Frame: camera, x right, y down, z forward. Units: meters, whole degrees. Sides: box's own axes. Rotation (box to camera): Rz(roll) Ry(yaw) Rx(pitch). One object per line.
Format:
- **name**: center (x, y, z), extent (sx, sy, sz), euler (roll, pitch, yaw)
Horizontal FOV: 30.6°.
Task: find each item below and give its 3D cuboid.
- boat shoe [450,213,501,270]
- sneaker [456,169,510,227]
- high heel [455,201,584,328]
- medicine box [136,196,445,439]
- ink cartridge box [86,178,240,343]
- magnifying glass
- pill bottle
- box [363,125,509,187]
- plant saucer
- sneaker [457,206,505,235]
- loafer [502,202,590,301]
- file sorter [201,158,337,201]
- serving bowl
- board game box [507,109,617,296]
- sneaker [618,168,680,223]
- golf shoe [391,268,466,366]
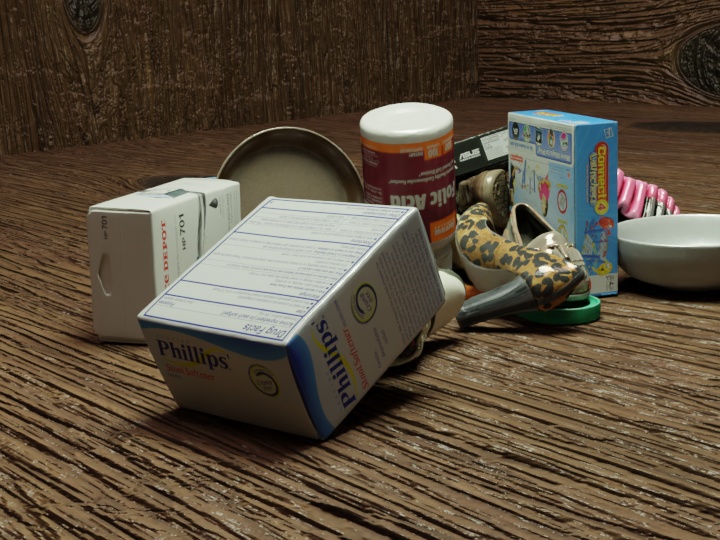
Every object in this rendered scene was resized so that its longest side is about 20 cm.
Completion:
- **boat shoe**: center (0.147, -0.029, 1.667), extent (0.071, 0.073, 0.200), euler (15, 2, -17)
- **sneaker**: center (0.152, -0.087, 1.668), extent (0.074, 0.072, 0.200), euler (0, -3, 13)
- **high heel**: center (0.175, -0.023, 1.425), extent (0.141, 0.072, 0.201), euler (-17, 36, 21)
- **medicine box**: center (-0.057, 0.033, 1.148), extent (0.181, 0.104, 0.200), euler (7, 40, 40)
- **ink cartridge box**: center (-0.212, -0.015, 1.468), extent (0.085, 0.149, 0.200), euler (4, 14, 21)
- **magnifying glass**: center (0.172, 0.034, 1.450), extent (0.198, 0.023, 0.079), euler (6, 15, 39)
- **pill bottle**: center (0.060, -0.090, 1.588), extent (0.112, 0.203, 0.114), euler (-4, 24, 2)
- **box**: center (0.103, -0.123, 1.745), extent (0.198, 0.044, 0.160), euler (-19, -8, -10)
- **plant saucer**: center (-0.089, -0.072, 1.602), extent (0.198, 0.203, 0.032), euler (-7, -1, -21)
- **sneaker**: center (0.124, -0.066, 1.816), extent (0.199, 0.068, 0.089), euler (12, 14, 42)
- **loafer**: center (0.202, -0.023, 1.478), extent (0.071, 0.064, 0.200), euler (-3, 18, -13)
- **file sorter**: center (-0.136, -0.068, 1.675), extent (0.198, 0.124, 0.139), euler (-15, 7, -20)
- **serving bowl**: center (0.386, -0.017, 1.522), extent (0.197, 0.067, 0.200), euler (-4, 12, 1)
- **board game box**: center (0.238, -0.084, 1.562), extent (0.055, 0.199, 0.200), euler (-6, 12, -15)
- **sneaker**: center (0.322, -0.076, 1.665), extent (0.095, 0.199, 0.080), euler (-37, 21, 57)
- **golf shoe**: center (0.041, 0.058, 1.276), extent (0.199, 0.078, 0.088), euler (-22, 31, -36)
